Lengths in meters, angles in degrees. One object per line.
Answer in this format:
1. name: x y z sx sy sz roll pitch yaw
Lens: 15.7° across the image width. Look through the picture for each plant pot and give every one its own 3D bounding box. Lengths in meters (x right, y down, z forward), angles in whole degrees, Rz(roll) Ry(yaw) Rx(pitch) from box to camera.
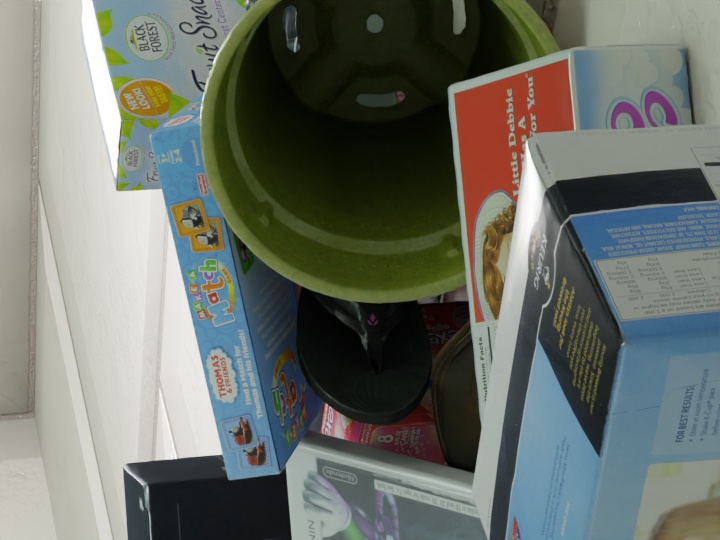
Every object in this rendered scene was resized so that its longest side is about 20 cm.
1. plant pot: 0.012 -0.110 1.454 0.184 0.200 0.201 -95 6 -66

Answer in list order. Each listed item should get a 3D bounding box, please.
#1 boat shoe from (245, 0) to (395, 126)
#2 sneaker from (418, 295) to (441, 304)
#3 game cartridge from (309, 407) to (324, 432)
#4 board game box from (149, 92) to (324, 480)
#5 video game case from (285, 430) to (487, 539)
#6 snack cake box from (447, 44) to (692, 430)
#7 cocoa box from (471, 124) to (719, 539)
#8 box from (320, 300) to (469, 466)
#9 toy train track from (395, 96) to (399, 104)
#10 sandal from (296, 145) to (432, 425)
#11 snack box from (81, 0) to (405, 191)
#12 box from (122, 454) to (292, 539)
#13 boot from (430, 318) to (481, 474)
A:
1. boat shoe: -0.028 -0.124 1.616 0.091 0.071 0.201 -25 56 55
2. sneaker: 0.028 0.006 1.618 0.200 0.070 0.109 -113 27 -72
3. game cartridge: -0.036 0.080 1.851 0.134 0.040 0.200 -98 -5 -46
4. board game box: -0.065 0.001 1.489 0.151 0.036 0.201 -54 -48 -73
5. video game case: 0.040 0.196 1.483 0.200 0.023 0.182 11 113 40
6. snack cake box: 0.106 0.000 1.242 0.115 0.067 0.201 -11 83 63
7. cocoa box: 0.132 0.058 1.054 0.131 0.133 0.200 -110 21 -49
8. box: 0.030 0.122 1.593 0.200 0.095 0.100 99 161 -45
9. toy train track: -0.029 -0.061 1.647 0.033 0.200 0.115 52 -150 -15
10. sandal: -0.001 0.000 1.474 0.048 0.075 0.201 88 178 -50
11. snack box: -0.078 -0.133 1.750 0.169 0.199 0.068 -109 19 -45
12. box: -0.050 0.199 1.737 0.107 0.199 0.149 -166 72 -76
13. boot: 0.085 0.074 1.394 0.200 0.074 0.097 102 162 -45
